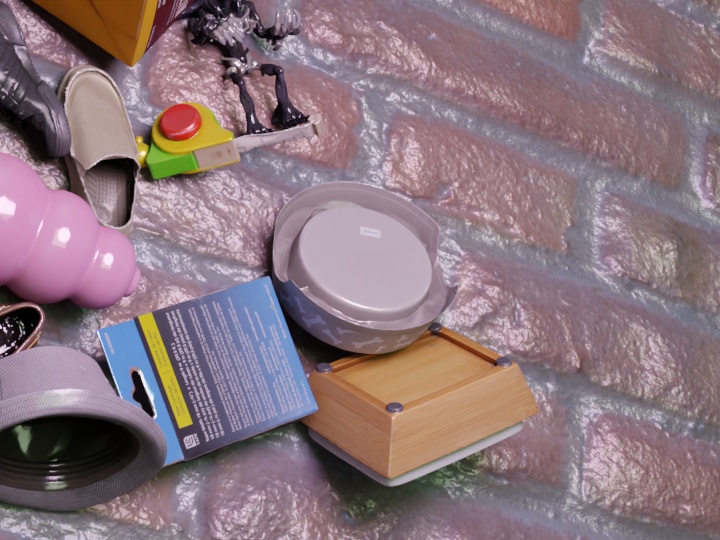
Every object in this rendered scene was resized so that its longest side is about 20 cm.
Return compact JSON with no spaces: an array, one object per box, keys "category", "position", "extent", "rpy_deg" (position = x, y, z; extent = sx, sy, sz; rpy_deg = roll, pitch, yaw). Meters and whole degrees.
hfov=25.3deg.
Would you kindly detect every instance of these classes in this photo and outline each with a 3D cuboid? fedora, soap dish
[{"category":"fedora","position":[-0.271,0.130,1.411],"extent":[0.200,0.176,0.091],"rpy_deg":[32,35,-51]},{"category":"soap dish","position":[0.056,0.129,1.612],"extent":[0.199,0.157,0.082],"rpy_deg":[-19,120,-34]}]

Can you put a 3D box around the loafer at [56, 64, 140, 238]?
[{"category":"loafer","position":[-0.248,-0.110,1.560],"extent":[0.075,0.068,0.201],"rpy_deg":[-2,76,-34]}]

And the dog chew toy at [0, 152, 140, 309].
[{"category":"dog chew toy","position":[-0.295,-0.027,1.466],"extent":[0.199,0.124,0.125],"rpy_deg":[25,62,-19]}]

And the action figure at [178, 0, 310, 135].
[{"category":"action figure","position":[-0.117,-0.238,1.667],"extent":[0.119,0.102,0.201],"rpy_deg":[-24,90,-33]}]

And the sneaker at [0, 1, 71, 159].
[{"category":"sneaker","position":[-0.362,-0.184,1.526],"extent":[0.104,0.060,0.201],"rpy_deg":[-23,83,-34]}]

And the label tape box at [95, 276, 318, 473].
[{"category":"label tape box","position":[-0.157,0.103,1.547],"extent":[0.199,0.063,0.145],"rpy_deg":[-17,83,-34]}]

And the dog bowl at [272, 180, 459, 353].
[{"category":"dog bowl","position":[0.000,0.000,1.641],"extent":[0.199,0.059,0.201],"rpy_deg":[12,45,-13]}]

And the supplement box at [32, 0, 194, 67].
[{"category":"supplement box","position":[-0.237,-0.351,1.579],"extent":[0.197,0.133,0.200],"rpy_deg":[34,58,4]}]

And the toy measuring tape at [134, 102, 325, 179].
[{"category":"toy measuring tape","position":[-0.138,-0.143,1.610],"extent":[0.199,0.074,0.074],"rpy_deg":[-14,79,1]}]

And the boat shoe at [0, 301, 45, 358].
[{"category":"boat shoe","position":[-0.367,0.086,1.421],"extent":[0.200,0.070,0.071],"rpy_deg":[-40,100,-33]}]
